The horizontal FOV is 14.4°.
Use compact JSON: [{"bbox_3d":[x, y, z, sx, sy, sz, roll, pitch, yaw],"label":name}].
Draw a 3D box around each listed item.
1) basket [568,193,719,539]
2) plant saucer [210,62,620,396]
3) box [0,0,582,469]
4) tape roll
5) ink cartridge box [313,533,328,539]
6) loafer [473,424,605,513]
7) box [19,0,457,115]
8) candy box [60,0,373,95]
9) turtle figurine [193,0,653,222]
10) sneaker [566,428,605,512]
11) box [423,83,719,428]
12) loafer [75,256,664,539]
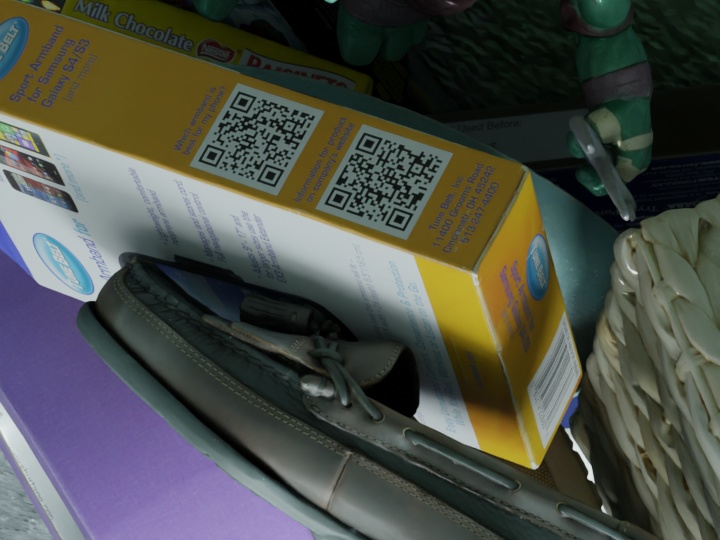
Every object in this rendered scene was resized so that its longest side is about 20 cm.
[{"bbox_3d":[0.173,0.076,0.826,0.161,0.200,0.198,-19,161,-8],"label":"basket"},{"bbox_3d":[0.000,0.000,0.927,0.200,0.036,0.200,20,160,8],"label":"plant saucer"},{"bbox_3d":[-0.038,-0.015,0.825,0.200,0.042,0.119,21,157,22],"label":"box"},{"bbox_3d":[-0.079,0.071,1.002,0.200,0.066,0.200,55,168,18],"label":"tape roll"},{"bbox_3d":[-0.034,0.065,1.126,0.200,0.068,0.116,58,163,9],"label":"ink cartridge box"},{"bbox_3d":[0.050,0.108,0.867,0.200,0.067,0.076,59,165,28],"label":"loafer"},{"bbox_3d":[-0.052,-0.077,0.973,0.137,0.040,0.200,10,157,31],"label":"box"},{"bbox_3d":[-0.051,-0.034,0.983,0.102,0.026,0.200,17,160,3],"label":"candy box"},{"bbox_3d":[0.033,-0.083,0.782,0.150,0.101,0.200,36,168,-30],"label":"turtle figurine"},{"bbox_3d":[0.087,0.046,1.125,0.200,0.074,0.116,34,139,-3],"label":"sneaker"},{"bbox_3d":[0.089,0.000,0.986,0.121,0.032,0.200,-5,151,14],"label":"box"},{"bbox_3d":[0.013,0.051,0.793,0.200,0.063,0.072,37,-173,15],"label":"loafer"}]
